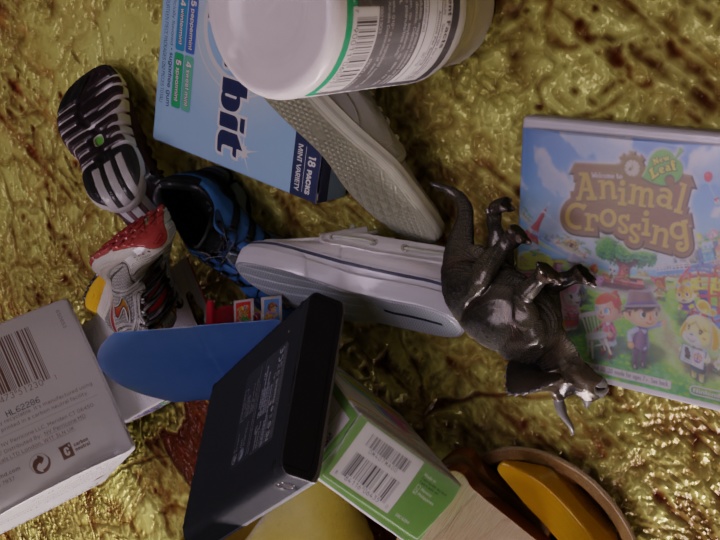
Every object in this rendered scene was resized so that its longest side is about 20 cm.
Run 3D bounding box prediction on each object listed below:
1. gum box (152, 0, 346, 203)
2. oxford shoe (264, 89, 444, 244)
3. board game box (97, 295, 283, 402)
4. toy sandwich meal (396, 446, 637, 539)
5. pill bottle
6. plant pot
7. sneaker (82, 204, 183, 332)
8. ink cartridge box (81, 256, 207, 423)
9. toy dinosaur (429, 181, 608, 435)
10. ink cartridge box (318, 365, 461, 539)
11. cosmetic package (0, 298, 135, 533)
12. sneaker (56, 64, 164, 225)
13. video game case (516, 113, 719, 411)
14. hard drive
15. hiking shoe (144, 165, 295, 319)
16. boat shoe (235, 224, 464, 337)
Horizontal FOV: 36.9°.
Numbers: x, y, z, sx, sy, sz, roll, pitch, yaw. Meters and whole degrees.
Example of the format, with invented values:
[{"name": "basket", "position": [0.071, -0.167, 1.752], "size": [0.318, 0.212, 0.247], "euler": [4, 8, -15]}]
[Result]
[{"name": "gum box", "position": [-0.089, -0.170, 0.912], "size": [0.198, 0.044, 0.173], "euler": [23, 115, 33]}, {"name": "oxford shoe", "position": [0.001, -0.102, 0.822], "size": [0.200, 0.058, 0.075], "euler": [47, 153, -14]}, {"name": "board game box", "position": [-0.121, 0.063, 0.919], "size": [0.196, 0.159, 0.040], "euler": [-5, 63, 6]}, {"name": "toy sandwich meal", "position": [0.121, 0.226, 0.825], "size": [0.203, 0.070, 0.209], "euler": [11, 108, 37]}, {"name": "pill bottle", "position": [0.002, -0.181, 0.734], "size": [0.112, 0.199, 0.115], "euler": [11, 108, 35]}, {"name": "plant pot", "position": [-0.062, 0.252, 0.923], "size": [0.142, 0.201, 0.200], "euler": [41, 129, -11]}, {"name": "sneaker", "position": [-0.183, 0.010, 0.934], "size": [0.082, 0.078, 0.200], "euler": [47, 155, 5]}, {"name": "ink cartridge box", "position": [-0.191, 0.068, 1.052], "size": [0.199, 0.050, 0.110], "euler": [-29, 82, 39]}, {"name": "toy dinosaur", "position": [0.097, 0.016, 0.760], "size": [0.200, 0.077, 0.103], "euler": [44, 118, 19]}, {"name": "ink cartridge box", "position": [-0.007, 0.124, 0.853], "size": [0.060, 0.103, 0.200], "euler": [-51, 22, 1]}, {"name": "cosmetic package", "position": [-0.346, 0.157, 1.087], "size": [0.168, 0.166, 0.200], "euler": [62, 153, 7]}, {"name": "sneaker", "position": [-0.222, -0.099, 1.024], "size": [0.075, 0.116, 0.202], "euler": [-28, 48, 7]}, {"name": "video game case", "position": [0.196, -0.006, 0.737], "size": [0.198, 0.022, 0.186], "euler": [12, 108, 37]}, {"name": "hard drive", "position": [-0.079, 0.120, 0.830], "size": [0.200, 0.032, 0.142], "euler": [-41, 34, 51]}, {"name": "hiking shoe", "position": [-0.105, -0.011, 0.932], "size": [0.200, 0.086, 0.075], "euler": [43, 114, 22]}, {"name": "boat shoe", "position": [0.000, 0.000, 0.857], "size": [0.197, 0.068, 0.074], "euler": [15, 154, 16]}]
